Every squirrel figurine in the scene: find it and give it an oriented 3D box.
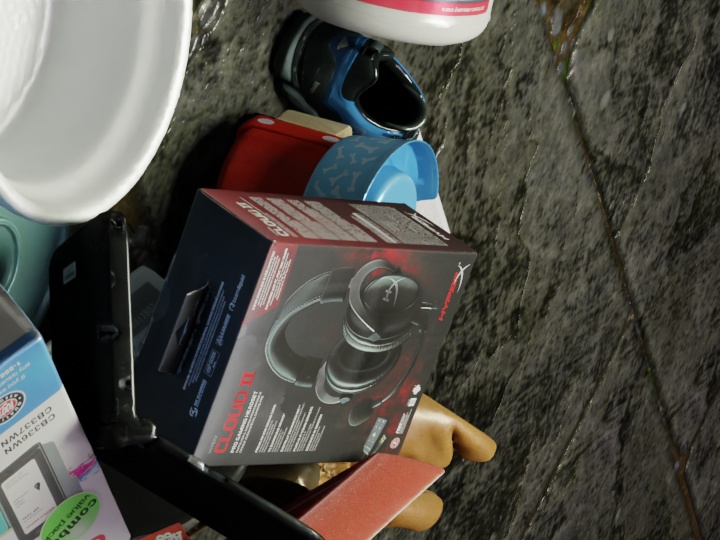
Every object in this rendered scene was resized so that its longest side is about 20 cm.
[{"bbox_3d":[-0.025,0.158,1.930,0.187,0.141,0.200,-57,142,-3],"label":"squirrel figurine"}]

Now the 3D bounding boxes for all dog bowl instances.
[{"bbox_3d":[0.000,0.000,1.662,0.111,0.049,0.201,-40,142,-47],"label":"dog bowl"}]

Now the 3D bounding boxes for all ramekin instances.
[{"bbox_3d":[-0.180,-0.129,1.316,0.200,0.097,0.201,-33,128,-55],"label":"ramekin"}]

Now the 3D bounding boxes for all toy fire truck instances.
[{"bbox_3d":[-0.084,-0.004,1.668,0.200,0.128,0.177,-41,145,-66],"label":"toy fire truck"}]

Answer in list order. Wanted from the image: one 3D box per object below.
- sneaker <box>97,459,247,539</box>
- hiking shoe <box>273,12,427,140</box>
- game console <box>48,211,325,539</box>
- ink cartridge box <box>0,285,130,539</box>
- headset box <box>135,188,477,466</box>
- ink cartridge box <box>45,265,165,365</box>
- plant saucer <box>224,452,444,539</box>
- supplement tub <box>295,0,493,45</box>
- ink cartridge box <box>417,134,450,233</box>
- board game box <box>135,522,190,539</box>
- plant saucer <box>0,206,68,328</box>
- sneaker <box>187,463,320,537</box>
[{"bbox_3d":[-0.147,0.159,1.613,0.201,0.067,0.108,-39,169,6],"label":"sneaker"},{"bbox_3d":[0.011,-0.099,1.779,0.075,0.086,0.200,-61,145,-16],"label":"hiking shoe"},{"bbox_3d":[-0.097,0.064,1.362,0.200,0.116,0.177,158,-70,-74],"label":"game console"},{"bbox_3d":[-0.233,0.086,1.295,0.147,0.146,0.200,-37,147,-15],"label":"ink cartridge box"},{"bbox_3d":[-0.043,0.035,1.520,0.200,0.077,0.149,3,114,-48],"label":"headset box"},{"bbox_3d":[-0.198,0.104,1.554,0.163,0.057,0.200,-44,176,-46],"label":"ink cartridge box"},{"bbox_3d":[-0.069,0.184,1.532,0.199,0.037,0.200,-33,-179,35],"label":"plant saucer"},{"bbox_3d":[0.035,-0.260,1.666,0.140,0.140,0.201,-23,129,-60],"label":"supplement tub"},{"bbox_3d":[0.017,-0.025,1.948,0.120,0.042,0.200,-58,152,-23],"label":"ink cartridge box"},{"bbox_3d":[-0.185,0.226,1.574,0.103,0.019,0.200,-18,157,-38],"label":"board game box"},{"bbox_3d":[-0.222,-0.002,1.446,0.200,0.027,0.201,-46,147,-43],"label":"plant saucer"},{"bbox_3d":[-0.093,0.118,1.675,0.067,0.200,0.090,28,61,-29],"label":"sneaker"}]
